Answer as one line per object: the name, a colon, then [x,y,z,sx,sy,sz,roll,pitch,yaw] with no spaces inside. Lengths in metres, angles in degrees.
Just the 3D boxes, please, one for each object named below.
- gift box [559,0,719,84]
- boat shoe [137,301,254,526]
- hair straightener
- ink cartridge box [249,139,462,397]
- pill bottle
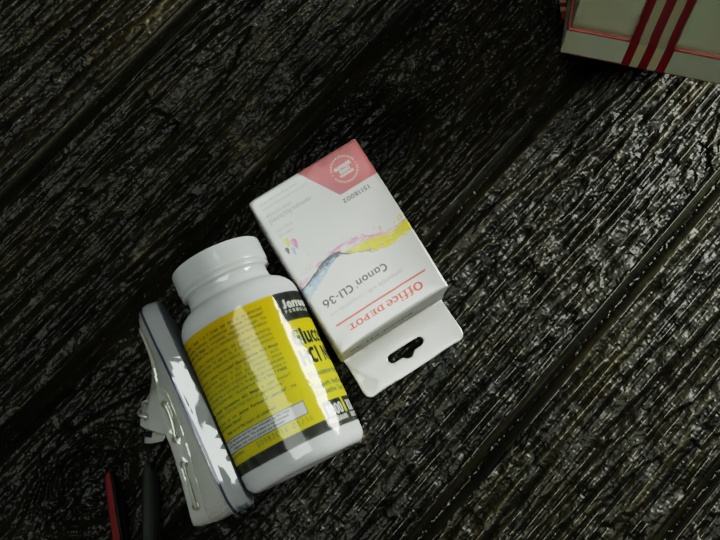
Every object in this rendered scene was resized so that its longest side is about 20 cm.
gift box: [0.291,-0.296,0.881,0.182,0.187,0.202,16,60,6]
boat shoe: [-0.164,0.128,0.858,0.069,0.071,0.202,-25,83,-1]
hair straightener: [-0.166,0.252,0.810,0.076,0.041,0.201,-15,52,-4]
ink cartridge box: [0.000,0.000,0.879,0.116,0.068,0.201,-32,80,-6]
pill bottle: [-0.086,0.078,0.842,0.111,0.113,0.202,-25,80,-4]
